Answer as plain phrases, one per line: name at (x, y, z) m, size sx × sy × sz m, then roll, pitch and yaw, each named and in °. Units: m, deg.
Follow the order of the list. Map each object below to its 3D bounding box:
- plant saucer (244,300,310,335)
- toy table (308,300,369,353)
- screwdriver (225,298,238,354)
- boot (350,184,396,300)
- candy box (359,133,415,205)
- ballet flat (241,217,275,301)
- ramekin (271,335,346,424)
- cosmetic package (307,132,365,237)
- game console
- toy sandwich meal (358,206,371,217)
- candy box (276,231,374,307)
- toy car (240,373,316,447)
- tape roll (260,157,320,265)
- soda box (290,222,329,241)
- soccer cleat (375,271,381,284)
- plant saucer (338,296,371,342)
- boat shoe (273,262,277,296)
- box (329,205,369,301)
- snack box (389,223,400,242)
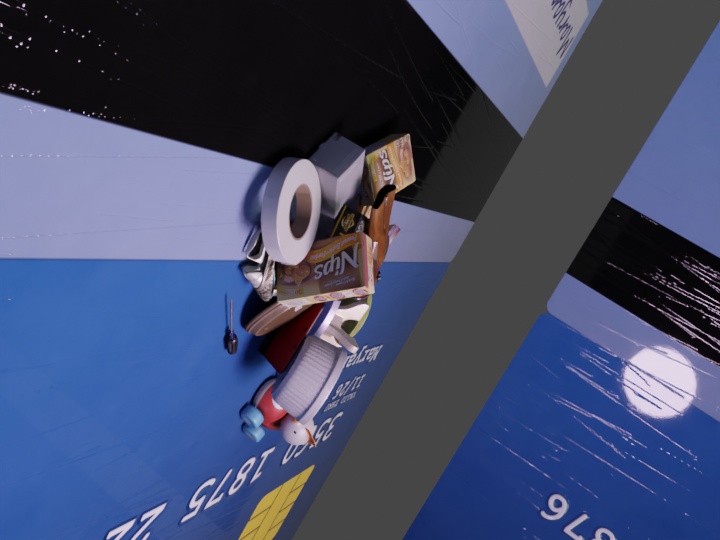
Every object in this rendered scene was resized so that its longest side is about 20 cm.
plant saucer at (-0.171, 0.091, 1.655) m, size 0.198 × 0.030 × 0.200 m, roll -32°, pitch 171°, yaw -5°
toy table at (-0.075, 0.140, 1.904) m, size 0.200 × 0.116 × 0.185 m, roll -49°, pitch -152°, yaw 25°
screwdriver at (-0.277, 0.117, 1.558) m, size 0.028 × 0.029 × 0.202 m, roll -44°, pitch 155°, yaw -34°
boot at (0.028, -0.057, 1.568) m, size 0.189 × 0.068 × 0.202 m, roll -52°, pitch 161°, yaw -40°
candy box at (0.053, -0.235, 1.696) m, size 0.200 × 0.055 × 0.117 m, roll -37°, pitch 123°, yaw -50°
ballet flat at (-0.200, -0.026, 1.471) m, size 0.074 × 0.068 × 0.203 m, roll -8°, pitch 126°, yaw -40°
ramekin at (-0.126, 0.248, 1.724) m, size 0.202 × 0.104 × 0.200 m, roll -56°, pitch -172°, yaw 12°
cosmetic package at (-0.056, -0.177, 1.546) m, size 0.107 × 0.090 × 0.201 m, roll -50°, pitch 165°, yaw -29°
game console at (-0.147, 0.149, 1.800) m, size 0.202 × 0.118 × 0.172 m, roll -57°, pitch 156°, yaw 0°
toy sandwich meal at (0.010, -0.149, 1.825) m, size 0.207 × 0.069 × 0.205 m, roll -62°, pitch 172°, yaw -14°
candy box at (-0.073, 0.000, 1.487) m, size 0.055 × 0.197 × 0.117 m, roll 35°, pitch 49°, yaw -62°
toy car at (-0.191, 0.401, 1.988) m, size 0.185 × 0.199 × 0.178 m, roll -47°, pitch 160°, yaw -30°
tape roll at (-0.130, -0.114, 1.409) m, size 0.202 × 0.036 × 0.207 m, roll 8°, pitch 90°, yaw -71°
soda box at (-0.103, -0.058, 1.648) m, size 0.064 × 0.068 × 0.199 m, roll -60°, pitch 162°, yaw 11°
soccer cleat at (0.000, -0.001, 1.751) m, size 0.083 × 0.065 × 0.200 m, roll -29°, pitch -165°, yaw 4°
plant saucer at (-0.026, 0.111, 2.009) m, size 0.200 × 0.031 × 0.202 m, roll -43°, pitch -149°, yaw 34°
boat shoe at (-0.150, 0.001, 1.621) m, size 0.200 × 0.071 × 0.069 m, roll -31°, pitch 144°, yaw -65°
box at (-0.039, -0.032, 1.604) m, size 0.202 × 0.049 × 0.160 m, roll -65°, pitch 168°, yaw 3°
snack box at (0.034, -0.077, 1.901) m, size 0.072 × 0.024 × 0.199 m, roll -51°, pitch -165°, yaw -18°
